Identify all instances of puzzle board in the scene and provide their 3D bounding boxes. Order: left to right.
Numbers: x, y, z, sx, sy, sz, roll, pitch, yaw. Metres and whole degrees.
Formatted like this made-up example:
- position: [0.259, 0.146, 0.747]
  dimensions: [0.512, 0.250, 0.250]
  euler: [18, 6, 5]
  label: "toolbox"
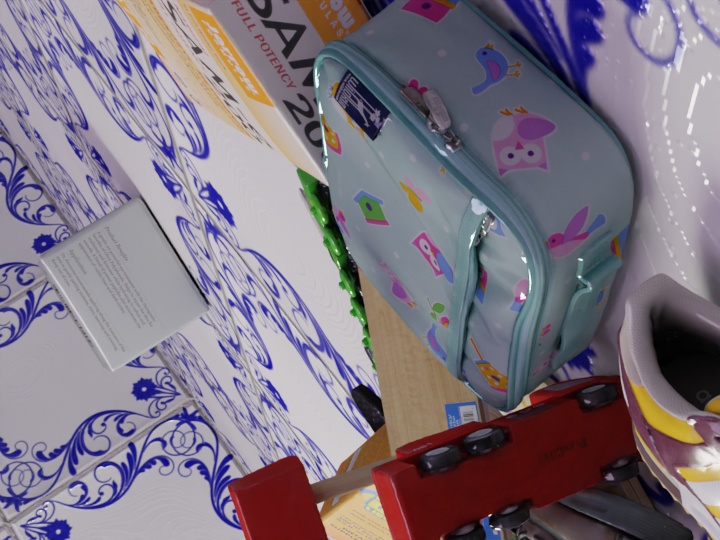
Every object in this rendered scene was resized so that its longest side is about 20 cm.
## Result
- position: [0.045, 0.069, 0.795]
  dimensions: [0.151, 0.017, 0.201]
  euler: [156, 105, -68]
  label: "puzzle board"

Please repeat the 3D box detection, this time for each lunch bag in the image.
- position: [0.051, -0.027, 0.605]
  dimensions: [0.160, 0.077, 0.200]
  euler: [51, 165, 25]
  label: "lunch bag"

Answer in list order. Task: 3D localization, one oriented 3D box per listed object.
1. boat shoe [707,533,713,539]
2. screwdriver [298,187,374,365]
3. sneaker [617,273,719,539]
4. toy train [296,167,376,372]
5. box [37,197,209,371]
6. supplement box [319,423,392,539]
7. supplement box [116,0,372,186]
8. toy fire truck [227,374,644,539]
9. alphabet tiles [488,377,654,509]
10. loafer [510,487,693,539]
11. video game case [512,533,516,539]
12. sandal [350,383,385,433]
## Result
- position: [0.186, 0.150, 0.586]
  dimensions: [0.200, 0.072, 0.065]
  euler: [92, 180, -85]
  label: "boat shoe"
- position: [-0.004, 0.020, 0.992]
  dimensions: [0.029, 0.028, 0.200]
  euler: [-92, -22, -55]
  label: "screwdriver"
- position: [0.164, 0.080, 0.466]
  dimensions: [0.200, 0.075, 0.090]
  euler: [42, 165, 44]
  label: "sneaker"
- position: [0.000, 0.000, 0.922]
  dimensions: [0.056, 0.042, 0.200]
  euler: [56, 170, 48]
  label: "toy train"
- position: [-0.357, 0.022, 1.903]
  dimensions: [0.199, 0.171, 0.200]
  euler: [58, 167, -6]
  label: "box"
- position: [0.028, 0.164, 0.987]
  dimensions: [0.066, 0.069, 0.200]
  euler: [29, 149, -4]
  label: "supplement box"
- position: [-0.068, -0.140, 0.722]
  dimensions: [0.200, 0.074, 0.126]
  euler: [34, 163, 54]
  label: "supplement box"
- position: [0.041, 0.106, 0.675]
  dimensions: [0.141, 0.199, 0.049]
  euler: [-8, 100, 71]
  label: "toy fire truck"
- position: [0.137, 0.144, 0.824]
  dimensions: [0.196, 0.015, 0.200]
  euler: [60, 165, -13]
  label: "alphabet tiles"
- position: [0.115, 0.152, 0.702]
  dimensions: [0.072, 0.063, 0.200]
  euler: [25, 170, -5]
  label: "loafer"
- position: [0.167, 0.237, 0.873]
  dimensions: [0.182, 0.022, 0.200]
  euler: [33, 158, 55]
  label: "video game case"
- position: [0.036, 0.137, 1.105]
  dimensions: [0.075, 0.045, 0.200]
  euler: [55, 177, 23]
  label: "sandal"
